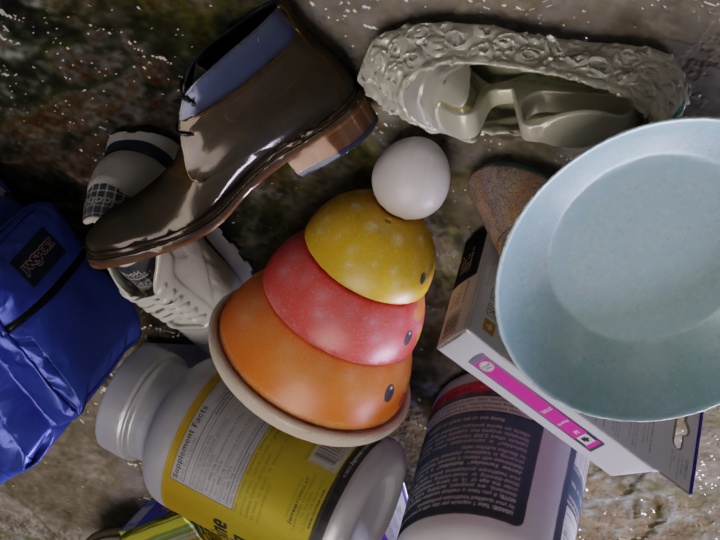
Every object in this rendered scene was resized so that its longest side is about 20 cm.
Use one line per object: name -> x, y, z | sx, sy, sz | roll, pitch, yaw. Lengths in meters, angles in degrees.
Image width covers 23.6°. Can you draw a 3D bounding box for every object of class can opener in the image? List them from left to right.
can opener -> 0.223, 0.039, 1.046 | 0.199, 0.053, 0.067 | -16, 117, -3

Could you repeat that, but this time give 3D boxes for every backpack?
backpack -> -0.261, 0.020, 1.177 | 0.167, 0.163, 0.200 | -29, 109, 34

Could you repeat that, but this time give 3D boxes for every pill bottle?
pill bottle -> -0.077, 0.127, 1.178 | 0.199, 0.112, 0.112 | 25, 141, 18
pill bottle -> 0.087, 0.179, 1.183 | 0.119, 0.201, 0.120 | 10, 138, 10

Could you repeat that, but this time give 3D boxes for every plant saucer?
plant saucer -> 0.170, -0.006, 0.979 | 0.200, 0.039, 0.202 | -4, 123, -7

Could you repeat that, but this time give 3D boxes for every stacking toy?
stacking toy -> 0.000, 0.000, 1.100 | 0.145, 0.146, 0.201 | 25, 123, -7

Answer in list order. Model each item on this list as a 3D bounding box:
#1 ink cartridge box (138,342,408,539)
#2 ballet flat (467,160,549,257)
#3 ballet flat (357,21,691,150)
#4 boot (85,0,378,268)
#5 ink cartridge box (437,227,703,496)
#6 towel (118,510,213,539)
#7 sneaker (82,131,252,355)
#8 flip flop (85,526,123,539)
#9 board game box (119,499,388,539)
ink cartridge box -> -0.057, 0.136, 1.308 | 0.199, 0.044, 0.199 | 4, 137, 18
ballet flat -> 0.143, 0.009, 1.082 | 0.200, 0.067, 0.068 | 36, 137, -18
ballet flat -> 0.087, -0.101, 0.987 | 0.199, 0.072, 0.072 | 4, 137, 17
boot -> -0.098, -0.083, 1.043 | 0.199, 0.075, 0.097 | -29, 114, 5
ink cartridge box -> 0.141, 0.063, 1.119 | 0.200, 0.095, 0.037 | 35, 136, -18
towel -> -0.101, 0.269, 1.315 | 0.086, 0.018, 0.201 | -24, 105, 41
sneaker -> -0.129, 0.002, 1.165 | 0.076, 0.081, 0.200 | -8, 133, 25
flip flop -> -0.155, 0.249, 1.429 | 0.199, 0.058, 0.081 | -2, 160, 33
board game box -> -0.071, 0.223, 1.310 | 0.199, 0.045, 0.135 | -19, 107, 34
